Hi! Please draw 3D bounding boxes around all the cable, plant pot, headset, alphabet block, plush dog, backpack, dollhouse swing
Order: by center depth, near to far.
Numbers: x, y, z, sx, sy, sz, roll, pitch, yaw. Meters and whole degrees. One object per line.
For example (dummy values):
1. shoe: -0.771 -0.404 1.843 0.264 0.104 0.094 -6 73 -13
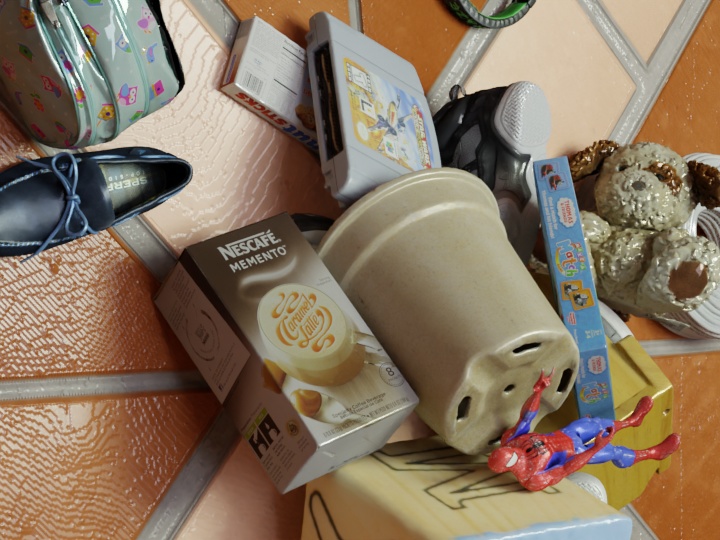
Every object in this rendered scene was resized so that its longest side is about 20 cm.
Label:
1. backpack: -0.226 -0.196 1.485 0.126 0.167 0.200 -32 109 -21
2. alphabet block: 0.077 0.261 1.595 0.196 0.200 0.196 -2 109 -33
3. plant pot: 0.079 0.048 1.615 0.200 0.184 0.201 -22 138 -21
4. dollhouse swing: 0.161 0.138 1.822 0.200 0.176 0.182 -32 142 -20
5. headset: 0.138 -0.332 1.905 0.123 0.094 0.200 42 72 -35
6. plush dog: 0.278 -0.046 1.929 0.160 0.200 0.172 50 56 -68
7. cable: 0.366 -0.025 2.055 0.200 0.069 0.200 -3 86 -42

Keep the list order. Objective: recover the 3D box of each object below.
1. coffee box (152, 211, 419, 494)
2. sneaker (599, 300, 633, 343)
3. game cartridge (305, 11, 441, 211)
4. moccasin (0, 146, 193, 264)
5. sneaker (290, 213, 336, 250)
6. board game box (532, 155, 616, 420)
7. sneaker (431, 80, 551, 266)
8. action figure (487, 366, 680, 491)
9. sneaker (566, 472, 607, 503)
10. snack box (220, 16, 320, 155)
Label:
1. coffee box: -0.062 0.064 1.566 0.114 0.080 0.200 -21 67 -39
2. sneaker: 0.231 0.133 1.899 0.112 0.073 0.200 -39 111 -41
3. game cartridge: 0.015 -0.124 1.703 0.133 0.042 0.200 22 46 -38
4. moccasin: -0.218 -0.065 1.513 0.200 0.068 0.081 -27 104 -41
5. sneaker: 0.000 0.000 1.719 0.200 0.080 0.087 4 103 -44
6. board game box: 0.190 0.022 1.718 0.151 0.037 0.200 72 8 -57
7. sneaker: 0.107 -0.079 1.796 0.075 0.114 0.200 15 84 -53
8. action figure: 0.189 0.126 1.583 0.200 0.099 0.065 -9 52 -39
9. sneaker: 0.165 0.257 1.735 0.076 0.105 0.200 20 107 -3
10. snack box: -0.037 -0.145 1.726 0.200 0.024 0.072 32 60 -35
